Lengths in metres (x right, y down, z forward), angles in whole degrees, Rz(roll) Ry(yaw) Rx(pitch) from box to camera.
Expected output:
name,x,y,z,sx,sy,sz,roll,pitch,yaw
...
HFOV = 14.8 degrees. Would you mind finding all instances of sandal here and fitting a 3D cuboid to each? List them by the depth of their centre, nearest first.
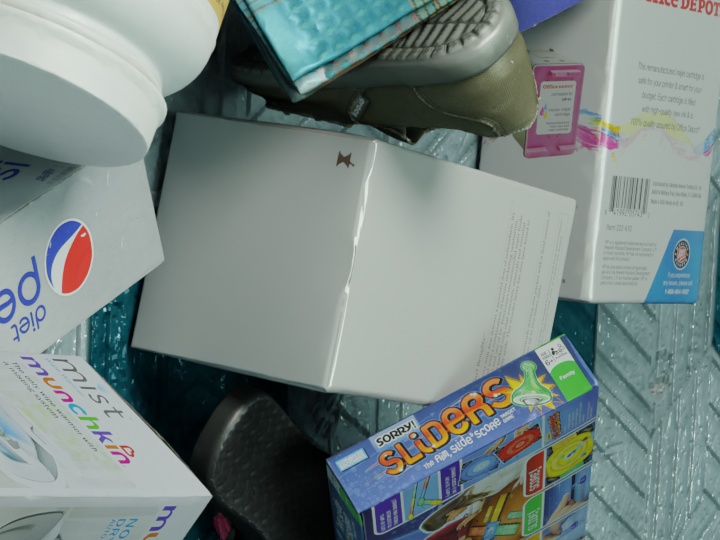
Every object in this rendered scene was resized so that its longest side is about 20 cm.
name,x,y,z,sx,sy,sz,roll,pitch,yaw
sandal,-0.048,0.109,1.380,0.075,0.045,0.200,-58,151,-18

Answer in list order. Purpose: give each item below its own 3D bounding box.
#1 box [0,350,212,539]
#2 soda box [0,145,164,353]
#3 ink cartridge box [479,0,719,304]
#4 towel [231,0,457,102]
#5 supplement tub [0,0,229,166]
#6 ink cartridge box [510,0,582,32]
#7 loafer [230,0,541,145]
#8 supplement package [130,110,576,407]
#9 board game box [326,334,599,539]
name,x,y,z,sx,sy,sz,roll,pitch,yaw
box,-0.186,0.131,1.062,0.200,0.097,0.176,-55,151,16
soda box,-0.168,0.006,1.163,0.200,0.063,0.068,-40,129,-47
ink cartridge box,0.140,-0.084,1.603,0.145,0.085,0.200,2,96,-58
towel,0.015,-0.188,1.234,0.147,0.200,0.022,58,2,2
supplement tub,-0.113,-0.157,1.141,0.144,0.144,0.200,40,63,-53
ink cartridge box,0.080,-0.223,1.402,0.198,0.047,0.200,-32,108,-57
loafer,0.011,-0.088,1.301,0.075,0.200,0.070,-45,117,-21
supplement package,0.000,0.000,1.370,0.200,0.120,0.121,14,88,-57
board game box,0.053,0.119,1.411,0.135,0.034,0.200,-27,154,-12
